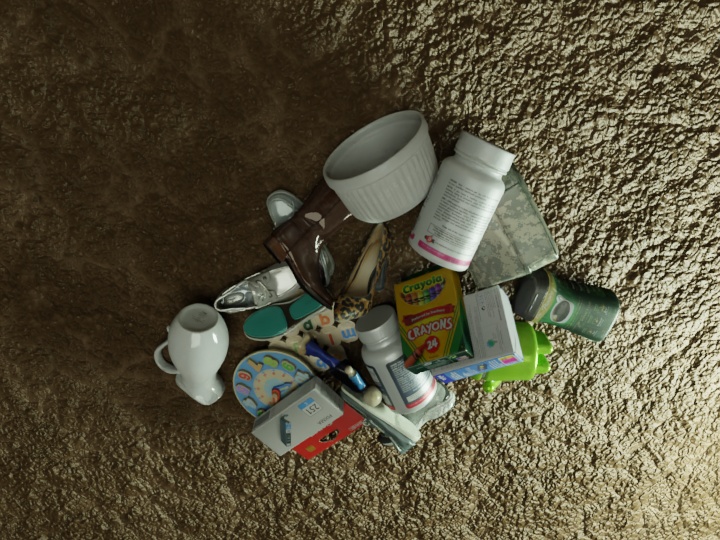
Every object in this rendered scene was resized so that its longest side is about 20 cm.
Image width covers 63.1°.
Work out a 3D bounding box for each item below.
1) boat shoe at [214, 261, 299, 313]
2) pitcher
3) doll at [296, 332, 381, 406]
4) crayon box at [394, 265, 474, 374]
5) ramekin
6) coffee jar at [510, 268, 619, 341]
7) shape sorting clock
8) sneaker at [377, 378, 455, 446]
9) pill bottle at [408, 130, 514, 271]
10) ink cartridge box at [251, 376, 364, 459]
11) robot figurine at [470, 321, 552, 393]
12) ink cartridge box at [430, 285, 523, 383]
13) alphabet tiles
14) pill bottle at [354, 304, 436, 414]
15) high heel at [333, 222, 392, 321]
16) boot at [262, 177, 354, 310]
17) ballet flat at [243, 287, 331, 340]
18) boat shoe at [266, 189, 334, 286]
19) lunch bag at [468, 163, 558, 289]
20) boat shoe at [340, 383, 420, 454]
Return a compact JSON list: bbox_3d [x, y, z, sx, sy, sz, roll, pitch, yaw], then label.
[{"bbox_3d":[-0.200,0.041,1.165,0.196,0.069,0.072,-24,94,9],"label":"boat shoe"},{"bbox_3d":[-0.353,0.160,1.200,0.168,0.122,0.203,20,130,8],"label":"pitcher"},{"bbox_3d":[-0.038,0.206,1.200,0.198,0.137,0.049,35,77,7],"label":"doll"},{"bbox_3d":[0.133,0.079,1.110,0.124,0.205,0.051,-21,149,24],"label":"crayon box"},{"bbox_3d":[0.041,-0.174,1.014,0.196,0.202,0.106,-26,120,11],"label":"ramekin"},{"bbox_3d":[0.404,0.065,1.169,0.195,0.086,0.106,17,116,-8],"label":"coffee jar"},{"bbox_3d":[-0.183,0.258,1.272,0.194,0.040,0.205,2,119,3],"label":"shape sorting clock"},{"bbox_3d":[0.113,0.311,1.291,0.199,0.074,0.080,-40,97,11],"label":"sneaker"},{"bbox_3d":[0.166,-0.113,0.957,0.111,0.114,0.204,21,108,-9],"label":"pill bottle"},{"bbox_3d":[-0.108,0.340,1.273,0.199,0.045,0.176,-37,114,22],"label":"ink cartridge box"},{"bbox_3d":[0.285,0.165,1.196,0.194,0.116,0.180,-1,113,1],"label":"robot figurine"},{"bbox_3d":[0.197,0.128,1.125,0.196,0.140,0.076,-20,150,23],"label":"ink cartridge box"},{"bbox_3d":[-0.107,0.126,1.237,0.195,0.015,0.200,-16,112,7],"label":"alphabet tiles"},{"bbox_3d":[0.069,0.180,1.202,0.117,0.120,0.203,-23,112,10],"label":"pill bottle"},{"bbox_3d":[0.000,0.000,1.093,0.070,0.200,0.146,15,118,22],"label":"high heel"},{"bbox_3d":[-0.055,-0.057,1.093,0.200,0.064,0.187,-46,107,-13],"label":"boot"},{"bbox_3d":[-0.140,0.092,1.181,0.196,0.070,0.070,-25,111,11],"label":"ballet flat"},{"bbox_3d":[-0.114,-0.061,1.129,0.073,0.065,0.205,-25,110,10],"label":"boat shoe"},{"bbox_3d":[0.244,-0.082,1.078,0.165,0.140,0.202,-28,108,15],"label":"lunch bag"},{"bbox_3d":[0.032,0.314,1.234,0.198,0.073,0.062,35,104,-2],"label":"boat shoe"}]
